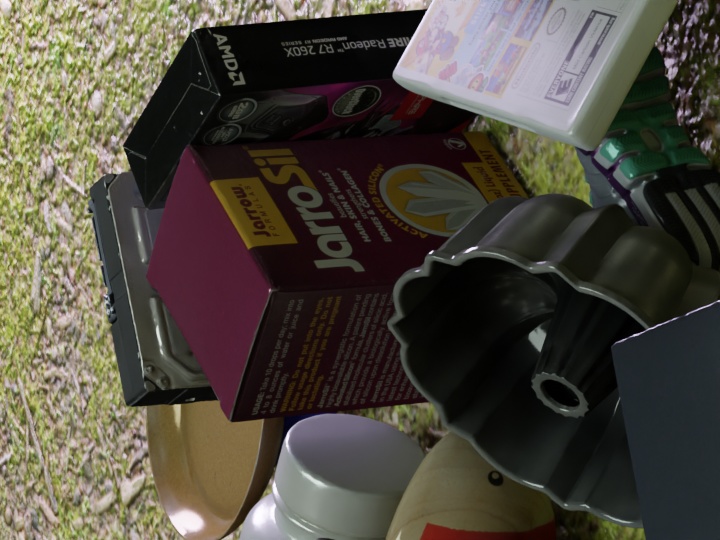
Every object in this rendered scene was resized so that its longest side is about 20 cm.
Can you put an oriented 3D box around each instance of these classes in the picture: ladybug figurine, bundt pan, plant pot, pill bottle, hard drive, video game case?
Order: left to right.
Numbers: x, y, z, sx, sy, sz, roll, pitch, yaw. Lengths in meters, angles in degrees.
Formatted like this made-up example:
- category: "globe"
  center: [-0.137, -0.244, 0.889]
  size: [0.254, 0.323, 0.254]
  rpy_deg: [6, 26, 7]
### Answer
- category: "plant pot"
  center: [-0.093, 0.081, 1.842]
  size: [0.200, 0.027, 0.200]
  rpy_deg: [-13, 76, 62]
- category: "hard drive"
  center: [-0.059, 0.006, 1.690]
  size: [0.038, 0.200, 0.140]
  rpy_deg: [-38, 59, 56]
- category: "pill bottle"
  center: [-0.023, 0.195, 1.718]
  size: [0.114, 0.114, 0.200]
  rpy_deg: [49, 133, 48]
- category: "ladybug figurine"
  center: [0.061, 0.188, 1.581]
  size: [0.072, 0.136, 0.200]
  rpy_deg: [19, 109, 31]
- category: "video game case"
  center: [0.114, -0.167, 1.448]
  size: [0.182, 0.023, 0.200]
  rpy_deg: [25, 85, 58]
- category: "bundt pan"
  center: [0.118, 0.037, 1.422]
  size: [0.202, 0.076, 0.202]
  rpy_deg: [26, 148, 17]

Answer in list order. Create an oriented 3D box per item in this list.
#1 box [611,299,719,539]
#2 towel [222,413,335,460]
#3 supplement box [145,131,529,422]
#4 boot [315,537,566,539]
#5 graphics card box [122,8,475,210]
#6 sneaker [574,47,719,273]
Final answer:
- category: "box"
  center: [0.225, 0.111, 1.207]
  size: [0.104, 0.182, 0.200]
  rpy_deg: [-28, 69, 59]
- category: "towel"
  center: [-0.053, 0.050, 1.849]
  size: [0.200, 0.049, 0.148]
  rpy_deg: [-41, 51, 56]
- category: "supplement box"
  center: [0.000, 0.000, 1.584]
  size: [0.131, 0.200, 0.103]
  rpy_deg: [58, 141, 39]
- category: "boot"
  center: [0.039, 0.233, 1.489]
  size: [0.069, 0.174, 0.200]
  rpy_deg: [8, 101, 59]
- category: "graphics card box"
  center: [-0.024, -0.095, 1.617]
  size: [0.125, 0.200, 0.051]
  rpy_deg: [-50, 53, 50]
- category: "sneaker"
  center: [0.130, -0.058, 1.476]
  size: [0.200, 0.074, 0.088]
  rpy_deg: [66, 150, 31]
